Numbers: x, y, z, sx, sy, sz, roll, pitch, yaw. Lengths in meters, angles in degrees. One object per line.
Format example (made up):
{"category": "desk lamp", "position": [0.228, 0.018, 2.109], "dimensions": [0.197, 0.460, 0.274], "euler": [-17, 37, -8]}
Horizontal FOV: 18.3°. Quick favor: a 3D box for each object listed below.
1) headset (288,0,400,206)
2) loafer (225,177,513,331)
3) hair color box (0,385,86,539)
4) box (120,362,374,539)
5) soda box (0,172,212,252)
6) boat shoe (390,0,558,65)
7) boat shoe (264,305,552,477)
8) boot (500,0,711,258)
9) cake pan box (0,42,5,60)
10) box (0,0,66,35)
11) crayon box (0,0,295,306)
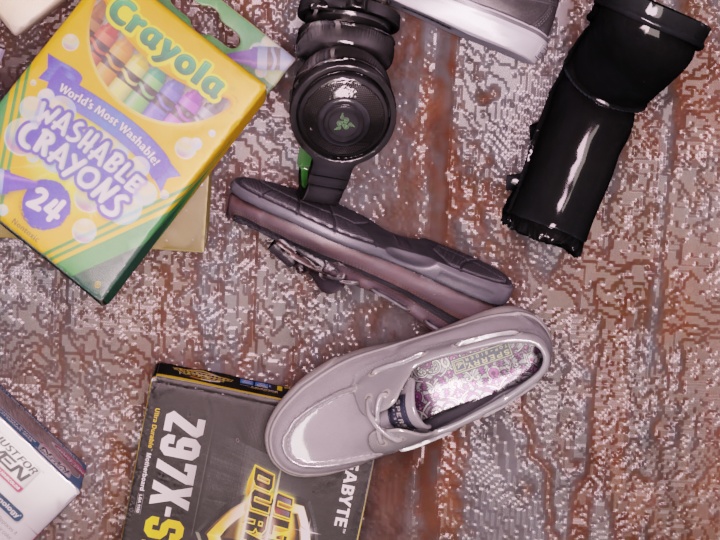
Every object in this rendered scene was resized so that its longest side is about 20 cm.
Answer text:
{"category": "headset", "position": [-0.023, -0.129, 1.380], "dimensions": [0.093, 0.124, 0.201], "euler": [9, 141, -8]}
{"category": "loafer", "position": [0.000, 0.000, 1.464], "dimensions": [0.199, 0.072, 0.063], "euler": [20, 104, -8]}
{"category": "hair color box", "position": [-0.287, 0.175, 1.493], "dimensions": [0.200, 0.061, 0.100], "euler": [-44, 99, 7]}
{"category": "box", "position": [-0.080, 0.175, 1.506], "dimensions": [0.158, 0.049, 0.202], "euler": [12, 101, -2]}
{"category": "soda box", "position": [-0.196, -0.056, 1.448], "dimensions": [0.198, 0.064, 0.068], "euler": [4, 101, -2]}
{"category": "boat shoe", "position": [0.038, -0.200, 1.426], "dimensions": [0.199, 0.070, 0.067], "euler": [24, 92, -6]}
{"category": "boat shoe", "position": [0.032, 0.084, 1.433], "dimensions": [0.199, 0.069, 0.073], "euler": [-17, 100, 2]}
{"category": "boot", "position": [0.145, -0.091, 1.388], "dimensions": [0.073, 0.198, 0.163], "euler": [24, 93, -3]}
{"category": "cake pan box", "position": [-0.322, -0.095, 1.390], "dimensions": [0.052, 0.200, 0.185], "euler": [14, 105, -50]}
{"category": "box", "position": [-0.163, -0.245, 1.404], "dimensions": [0.200, 0.078, 0.095], "euler": [-38, 99, 6]}
{"category": "crayon box", "position": [-0.148, -0.096, 1.390], "dimensions": [0.125, 0.052, 0.200], "euler": [37, 83, 1]}
